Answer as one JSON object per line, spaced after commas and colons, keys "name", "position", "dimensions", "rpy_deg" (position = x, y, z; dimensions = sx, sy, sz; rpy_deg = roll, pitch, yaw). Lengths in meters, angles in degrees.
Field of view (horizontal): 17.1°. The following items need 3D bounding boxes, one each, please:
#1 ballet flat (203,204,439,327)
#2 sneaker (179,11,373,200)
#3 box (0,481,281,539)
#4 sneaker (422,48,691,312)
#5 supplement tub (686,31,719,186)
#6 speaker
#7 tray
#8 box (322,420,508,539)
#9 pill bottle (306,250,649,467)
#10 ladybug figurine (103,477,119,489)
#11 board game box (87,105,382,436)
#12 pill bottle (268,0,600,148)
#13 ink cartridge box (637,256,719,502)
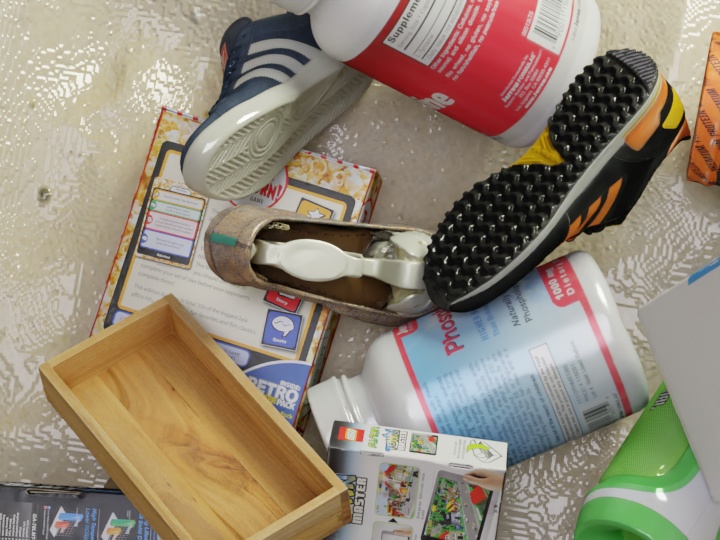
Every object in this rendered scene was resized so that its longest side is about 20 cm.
{"name": "ballet flat", "position": [0.000, 0.000, 1.500], "dimensions": [0.199, 0.067, 0.068], "rpy_deg": [5, 90, -25]}
{"name": "sneaker", "position": [-0.070, -0.114, 1.526], "dimensions": [0.084, 0.200, 0.075], "rpy_deg": [30, 130, 17]}
{"name": "box", "position": [-0.145, 0.234, 1.464], "dimensions": [0.197, 0.050, 0.201], "rpy_deg": [2, 88, 8]}
{"name": "sneaker", "position": [0.129, -0.039, 1.482], "dimensions": [0.200, 0.090, 0.070], "rpy_deg": [-48, 44, 1]}
{"name": "supplement tub", "position": [0.310, -0.086, 1.496], "dimensions": [0.199, 0.123, 0.123], "rpy_deg": [11, 84, 7]}
{"name": "speaker", "position": [0.206, 0.106, 1.457], "dimensions": [0.088, 0.089, 0.200], "rpy_deg": [32, 55, 8]}
{"name": "tray", "position": [-0.102, 0.105, 1.448], "dimensions": [0.098, 0.037, 0.200], "rpy_deg": [-29, 51, -20]}
{"name": "box", "position": [0.025, 0.194, 1.477], "dimensions": [0.109, 0.035, 0.201], "rpy_deg": [8, 115, 2]}
{"name": "pill bottle", "position": [0.073, 0.073, 1.505], "dimensions": [0.199, 0.109, 0.109], "rpy_deg": [-23, 81, 1]}
{"name": "ladybug figurine", "position": [-0.107, 0.206, 1.523], "dimensions": [0.135, 0.072, 0.201], "rpy_deg": [-20, 81, 2]}
{"name": "board game box", "position": [-0.087, 0.011, 1.560], "dimensions": [0.151, 0.046, 0.201], "rpy_deg": [17, 85, 8]}
{"name": "pill bottle", "position": [0.042, -0.165, 1.500], "dimensions": [0.199, 0.112, 0.113], "rpy_deg": [25, 85, -20]}
{"name": "ink cartridge box", "position": [0.292, 0.038, 1.402], "dimensions": [0.199, 0.129, 0.126], "rpy_deg": [-14, 76, -31]}
